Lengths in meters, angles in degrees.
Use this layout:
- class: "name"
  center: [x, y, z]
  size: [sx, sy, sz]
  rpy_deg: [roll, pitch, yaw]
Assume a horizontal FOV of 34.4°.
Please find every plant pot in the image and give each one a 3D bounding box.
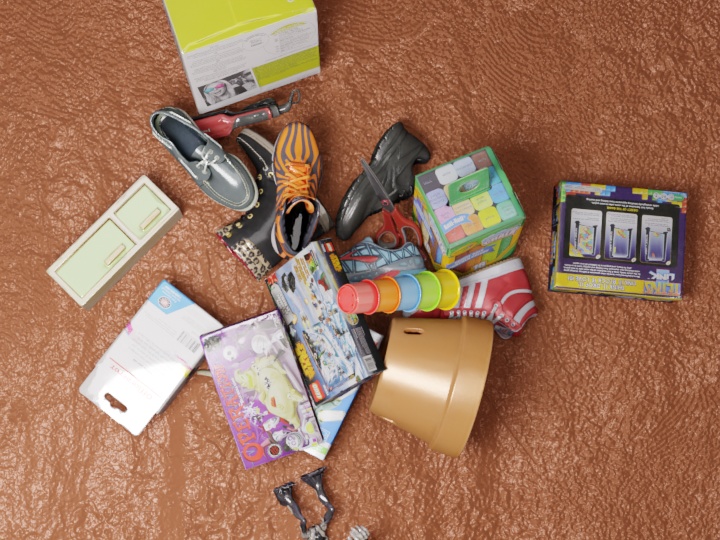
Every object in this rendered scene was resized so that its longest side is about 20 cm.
- class: "plant pot"
  center: [0.095, 0.151, 1.649]
  size: [0.139, 0.200, 0.201]
  rpy_deg: [15, 82, 0]

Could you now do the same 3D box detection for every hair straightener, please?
- class: "hair straightener"
  center: [-0.178, -0.237, 1.739]
  size: [0.199, 0.077, 0.041]
  rpy_deg: [-18, 110, 16]

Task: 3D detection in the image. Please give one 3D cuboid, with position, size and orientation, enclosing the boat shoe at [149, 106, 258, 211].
- class: "boat shoe"
  center: [-0.231, -0.160, 1.684]
  size: [0.073, 0.062, 0.200]
  rpy_deg: [-46, 81, 11]

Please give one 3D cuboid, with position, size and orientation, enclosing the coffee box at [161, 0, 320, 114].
- class: "coffee box"
  center: [-0.181, -0.383, 1.687]
  size: [0.199, 0.198, 0.201]
  rpy_deg: [-19, 74, -6]

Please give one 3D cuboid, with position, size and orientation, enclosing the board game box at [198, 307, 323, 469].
- class: "board game box"
  center: [-0.139, 0.167, 1.640]
  size: [0.119, 0.032, 0.201]
  rpy_deg: [-19, 96, 4]

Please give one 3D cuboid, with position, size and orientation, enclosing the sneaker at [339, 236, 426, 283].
- class: "sneaker"
  center: [0.000, 0.000, 1.734]
  size: [0.198, 0.079, 0.096]
  rpy_deg: [-3, 64, -2]

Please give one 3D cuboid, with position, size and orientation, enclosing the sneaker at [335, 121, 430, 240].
- class: "sneaker"
  center: [0.034, -0.123, 1.747]
  size: [0.091, 0.076, 0.201]
  rpy_deg: [34, 83, -4]

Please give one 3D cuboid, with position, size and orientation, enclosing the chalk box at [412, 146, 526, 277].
- class: "chalk box"
  center: [0.154, -0.085, 1.673]
  size: [0.124, 0.200, 0.125]
  rpy_deg: [-22, 73, -6]

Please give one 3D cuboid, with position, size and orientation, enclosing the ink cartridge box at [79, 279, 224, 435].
- class: "ink cartridge box"
  center: [-0.300, 0.129, 1.691]
  size: [0.115, 0.068, 0.200]
  rpy_deg: [37, 81, 3]

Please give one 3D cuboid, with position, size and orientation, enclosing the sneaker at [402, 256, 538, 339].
- class: "sneaker"
  center: [0.169, 0.064, 1.730]
  size: [0.199, 0.071, 0.113]
  rpy_deg: [-22, 81, -8]

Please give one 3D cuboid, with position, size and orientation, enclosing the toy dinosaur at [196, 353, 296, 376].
- class: "toy dinosaur"
  center: [-0.143, 0.119, 1.700]
  size: [0.199, 0.088, 0.048]
  rpy_deg: [-31, 114, -6]

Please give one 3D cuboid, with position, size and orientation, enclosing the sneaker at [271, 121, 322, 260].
- class: "sneaker"
  center: [-0.084, -0.115, 1.650]
  size: [0.077, 0.112, 0.202]
  rpy_deg: [0, 89, -11]

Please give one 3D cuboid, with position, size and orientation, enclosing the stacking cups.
- class: "stacking cups"
  center: [0.049, 0.032, 1.610]
  size: [0.199, 0.060, 0.061]
  rpy_deg: [-4, 81, -41]

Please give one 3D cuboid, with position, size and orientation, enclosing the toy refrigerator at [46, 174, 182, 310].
- class: "toy refrigerator"
  center: [-0.360, -0.041, 1.709]
  size: [0.076, 0.070, 0.200]
  rpy_deg: [44, 81, 3]

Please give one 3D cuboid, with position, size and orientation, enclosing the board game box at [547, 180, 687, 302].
- class: "board game box"
  center: [0.390, -0.043, 1.766]
  size: [0.198, 0.057, 0.167]
  rpy_deg: [6, 84, -3]

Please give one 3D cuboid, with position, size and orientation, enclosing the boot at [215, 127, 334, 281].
- class: "boot"
  center: [-0.154, -0.097, 1.732]
  size: [0.150, 0.073, 0.200]
  rpy_deg: [-41, 92, -8]

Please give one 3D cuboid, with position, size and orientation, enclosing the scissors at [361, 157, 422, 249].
- class: "scissors"
  center: [0.047, -0.094, 1.696]
  size: [0.073, 0.201, 0.014]
  rpy_deg: [2, 49, 13]

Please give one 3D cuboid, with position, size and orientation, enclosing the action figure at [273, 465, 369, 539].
- class: "action figure"
  center: [-0.053, 0.390, 1.658]
  size: [0.118, 0.102, 0.201]
  rpy_deg: [-21, 83, -18]

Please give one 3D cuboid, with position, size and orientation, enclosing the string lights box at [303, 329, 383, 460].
- class: "string lights box"
  center: [-0.054, 0.166, 1.707]
  size: [0.102, 0.059, 0.201]
  rpy_deg: [26, 82, 2]

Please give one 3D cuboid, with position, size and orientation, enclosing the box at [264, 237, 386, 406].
- class: "box"
  center: [-0.052, 0.074, 1.626]
  size: [0.040, 0.137, 0.201]
  rpy_deg: [-14, 76, -41]
